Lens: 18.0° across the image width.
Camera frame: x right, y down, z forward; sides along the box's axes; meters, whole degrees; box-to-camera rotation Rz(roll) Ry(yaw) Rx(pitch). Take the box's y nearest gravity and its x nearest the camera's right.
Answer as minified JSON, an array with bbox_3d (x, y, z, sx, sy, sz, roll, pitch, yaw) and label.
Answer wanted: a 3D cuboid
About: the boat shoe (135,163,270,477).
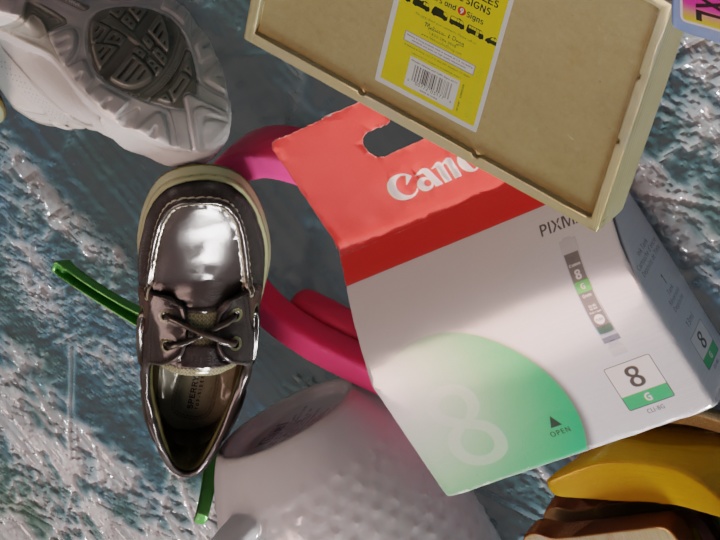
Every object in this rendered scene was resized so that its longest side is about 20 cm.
[{"bbox_3d":[-0.083,0.031,1.210,0.073,0.065,0.200,-2,136,-4],"label":"boat shoe"}]

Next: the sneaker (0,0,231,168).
[{"bbox_3d":[-0.143,-0.107,1.216,0.200,0.078,0.099,37,152,25],"label":"sneaker"}]

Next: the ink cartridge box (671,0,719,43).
[{"bbox_3d":[0.216,-0.131,0.823,0.200,0.076,0.137,20,139,28],"label":"ink cartridge box"}]

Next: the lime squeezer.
[{"bbox_3d":[-0.106,0.061,1.330,0.038,0.071,0.200,-50,55,27],"label":"lime squeezer"}]

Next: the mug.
[{"bbox_3d":[-0.016,0.169,1.256,0.148,0.200,0.175,-15,107,48],"label":"mug"}]

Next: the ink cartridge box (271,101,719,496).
[{"bbox_3d":[0.061,0.002,1.099,0.161,0.050,0.200,-22,112,33],"label":"ink cartridge box"}]

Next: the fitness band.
[{"bbox_3d":[0.000,0.000,1.205,0.200,0.037,0.144,24,141,24],"label":"fitness band"}]

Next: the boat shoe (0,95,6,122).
[{"bbox_3d":[-0.248,-0.093,1.275,0.072,0.066,0.201,53,167,-9],"label":"boat shoe"}]

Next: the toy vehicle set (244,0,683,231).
[{"bbox_3d":[0.044,-0.116,1.025,0.200,0.027,0.124,30,130,18],"label":"toy vehicle set"}]

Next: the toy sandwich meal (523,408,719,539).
[{"bbox_3d":[0.174,0.152,1.160,0.205,0.070,0.205,26,142,23],"label":"toy sandwich meal"}]
